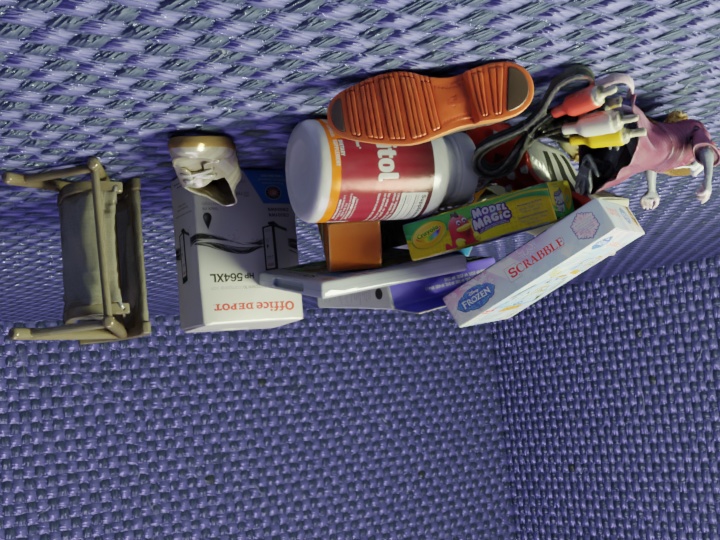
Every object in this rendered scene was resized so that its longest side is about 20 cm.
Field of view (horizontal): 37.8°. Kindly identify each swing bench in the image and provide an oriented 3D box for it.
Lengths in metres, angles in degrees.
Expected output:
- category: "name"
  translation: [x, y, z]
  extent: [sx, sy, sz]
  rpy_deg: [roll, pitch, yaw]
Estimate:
- category: "swing bench"
  translation: [-0.333, -0.016, 1.293]
  extent: [0.129, 0.200, 0.200]
  rpy_deg: [-7, 174, 10]

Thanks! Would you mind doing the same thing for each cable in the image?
- category: "cable"
  translation: [0.189, -0.146, 1.090]
  extent: [0.199, 0.050, 0.097]
  rpy_deg: [-20, 129, 33]

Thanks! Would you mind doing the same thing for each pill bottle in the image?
- category: "pill bottle"
  translation: [0.025, -0.113, 1.173]
  extent: [0.199, 0.114, 0.113]
  rpy_deg: [-4, 173, -24]

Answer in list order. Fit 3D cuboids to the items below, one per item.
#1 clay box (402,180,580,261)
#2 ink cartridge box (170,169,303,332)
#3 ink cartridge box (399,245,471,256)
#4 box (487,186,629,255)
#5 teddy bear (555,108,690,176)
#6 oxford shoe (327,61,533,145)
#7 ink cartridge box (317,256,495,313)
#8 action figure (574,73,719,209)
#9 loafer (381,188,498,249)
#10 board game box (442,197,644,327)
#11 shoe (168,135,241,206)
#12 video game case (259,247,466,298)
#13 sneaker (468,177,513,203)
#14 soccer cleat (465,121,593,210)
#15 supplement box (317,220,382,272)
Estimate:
- category: "clay box"
  translation: [0.160, -0.061, 1.190]
  extent: [0.199, 0.048, 0.115]
  rpy_deg: [-17, 179, 22]
- category: "ink cartridge box"
  translation: [-0.160, -0.025, 1.367]
  extent: [0.145, 0.201, 0.084]
  rpy_deg: [-2, 173, -31]
- category: "ink cartridge box"
  translation: [0.058, -0.080, 1.480]
  extent: [0.199, 0.067, 0.116]
  rpy_deg: [26, 167, -10]
- category: "box"
  translation: [0.251, -0.086, 1.395]
  extent: [0.068, 0.083, 0.200]
  rpy_deg: [-2, -158, -40]
- category: "teddy bear"
  translation: [0.334, -0.165, 1.281]
  extent: [0.199, 0.067, 0.145]
  rpy_deg: [1, 163, -6]
- category: "oxford shoe"
  translation: [0.066, -0.156, 1.030]
  extent: [0.199, 0.072, 0.073]
  rpy_deg: [-6, 179, -3]
- category: "ink cartridge box"
  translation: [0.078, 0.015, 1.368]
  extent: [0.198, 0.044, 0.200]
  rpy_deg: [-13, -170, -39]
- category: "action figure"
  translation: [0.327, -0.141, 1.176]
  extent: [0.199, 0.150, 0.134]
  rpy_deg: [-11, -179, -30]
- category: "loafer"
  translation: [0.087, -0.081, 1.372]
  extent: [0.199, 0.070, 0.075]
  rpy_deg: [-8, 139, 1]
- category: "board game box"
  translation: [0.211, -0.007, 1.185]
  extent: [0.199, 0.041, 0.200]
  rpy_deg: [-34, 168, 19]
- category: "shoe"
  translation: [-0.173, -0.116, 1.216]
  extent: [0.070, 0.054, 0.200]
  rpy_deg: [-7, 173, 5]
- category: "video game case"
  translation: [0.000, 0.000, 1.295]
  extent: [0.199, 0.022, 0.182]
  rpy_deg: [-10, -171, -27]
- category: "sneaker"
  translation: [0.118, -0.124, 1.291]
  extent: [0.199, 0.083, 0.078]
  rpy_deg: [-4, 173, -9]
- category: "soccer cleat"
  translation: [0.204, -0.128, 1.259]
  extent: [0.200, 0.085, 0.069]
  rpy_deg: [33, 132, -21]
- category: "supplement box"
  translation: [-0.020, -0.071, 1.289]
  extent: [0.066, 0.069, 0.200]
  rpy_deg: [-6, -155, -6]
